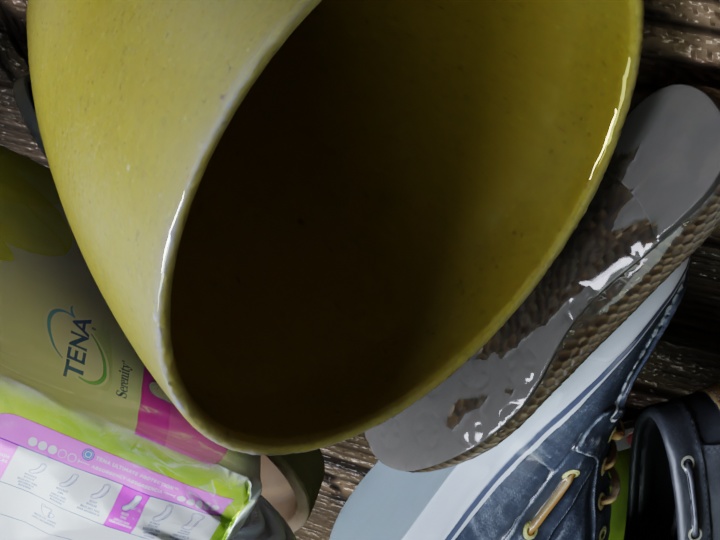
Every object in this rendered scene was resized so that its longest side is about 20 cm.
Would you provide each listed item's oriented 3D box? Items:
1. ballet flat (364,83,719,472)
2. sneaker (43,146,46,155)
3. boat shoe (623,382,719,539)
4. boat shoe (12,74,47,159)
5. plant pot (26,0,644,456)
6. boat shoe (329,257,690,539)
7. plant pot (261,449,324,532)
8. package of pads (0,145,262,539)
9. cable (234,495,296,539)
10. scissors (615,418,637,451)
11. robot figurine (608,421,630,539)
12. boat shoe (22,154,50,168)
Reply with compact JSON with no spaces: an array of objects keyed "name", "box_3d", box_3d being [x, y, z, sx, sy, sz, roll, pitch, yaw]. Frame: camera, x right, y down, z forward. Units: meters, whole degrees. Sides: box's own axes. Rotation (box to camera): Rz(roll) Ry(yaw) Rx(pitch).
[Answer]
[{"name":"ballet flat","box_3d":[0.074,0.007,0.723,0.046,0.068,0.200,3,137,-51]},{"name":"sneaker","box_3d":[-0.032,-0.039,0.762,0.198,0.090,0.079,15,153,14]},{"name":"boat shoe","box_3d":[0.127,0.138,0.817,0.062,0.202,0.075,0,-157,-20]},{"name":"boat shoe","box_3d":[-0.066,-0.029,0.867,0.062,0.073,0.200,-41,112,15]},{"name":"plant pot","box_3d":[-0.028,-0.063,0.631,0.142,0.200,0.201,38,164,32]},{"name":"boat shoe","box_3d":[0.079,0.067,0.788,0.091,0.201,0.071,34,-166,-28]},{"name":"plant pot","box_3d":[-0.100,0.046,0.976,0.199,0.093,0.201,20,154,10]},{"name":"package of pads","box_3d":[-0.128,0.020,0.660,0.199,0.155,0.068,24,116,-15]},{"name":"cable","box_3d":[-0.121,0.102,0.830,0.199,0.070,0.199,30,-173,39]},{"name":"scissors","box_3d":[0.104,0.070,0.830,0.199,0.014,0.073,-24,138,22]},{"name":"robot figurine","box_3d":[0.124,0.150,0.952,0.174,0.116,0.201,9,151,15]},{"name":"boat shoe","box_3d":[-0.136,-0.008,0.800,0.200,0.069,0.074,45,142,8]}]
